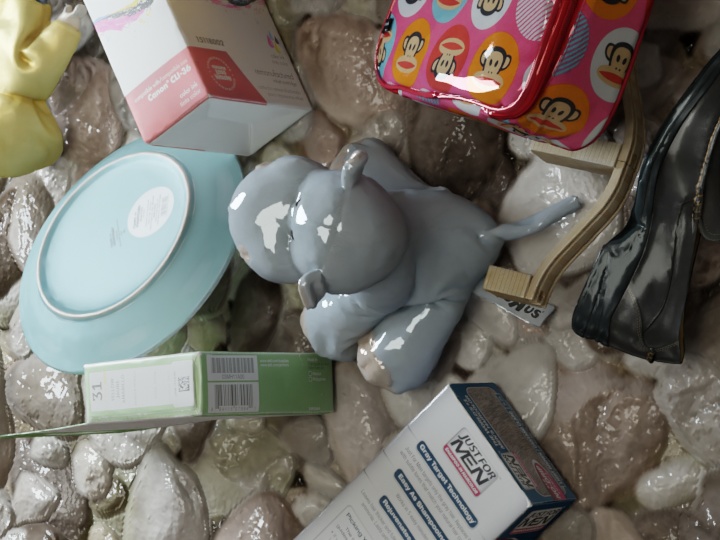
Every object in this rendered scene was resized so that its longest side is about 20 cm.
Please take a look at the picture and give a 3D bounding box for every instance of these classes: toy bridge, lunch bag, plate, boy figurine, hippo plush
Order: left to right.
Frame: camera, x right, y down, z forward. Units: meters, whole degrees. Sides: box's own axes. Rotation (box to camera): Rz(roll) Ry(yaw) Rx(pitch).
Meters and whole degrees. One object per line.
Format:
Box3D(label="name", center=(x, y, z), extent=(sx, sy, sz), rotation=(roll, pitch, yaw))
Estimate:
Box3D(label="boy figurine", center=(-0.249, -0.169, 1.741), extent=(0.124, 0.064, 0.200), rotation=(-7, 85, 35))
Box3D(label="plate", center=(-0.167, -0.020, 1.645), extent=(0.200, 0.026, 0.200), rotation=(-22, 47, 26))
Box3D(label="hippo plush", center=(0.000, 0.000, 1.496), extent=(0.200, 0.161, 0.159), rotation=(19, 99, 35))
Box3D(label="lunch bag", center=(0.101, -0.174, 1.442), extent=(0.200, 0.082, 0.176), rotation=(22, 91, 59))
Box3D(label="toy bridge", center=(0.139, -0.072, 1.448), extent=(0.067, 0.027, 0.200), rotation=(14, 80, 35))

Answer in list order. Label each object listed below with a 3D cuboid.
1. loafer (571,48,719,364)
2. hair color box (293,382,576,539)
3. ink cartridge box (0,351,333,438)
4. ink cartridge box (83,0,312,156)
Box3D(label="loafer", center=(0.199, -0.038, 1.421), extent=(0.072, 0.073, 0.200), rotation=(26, 108, 11))
Box3D(label="hair color box", center=(0.035, 0.173, 1.528), extent=(0.200, 0.061, 0.100), rotation=(-47, 64, 26))
Box3D(label="ink cartridge box", center=(-0.139, 0.085, 1.603), extent=(0.200, 0.145, 0.048), rotation=(-6, 85, 36))
Box3D(label="ink cartridge box", center=(-0.126, -0.183, 1.619), extent=(0.067, 0.116, 0.200), rotation=(-35, 70, 29))
